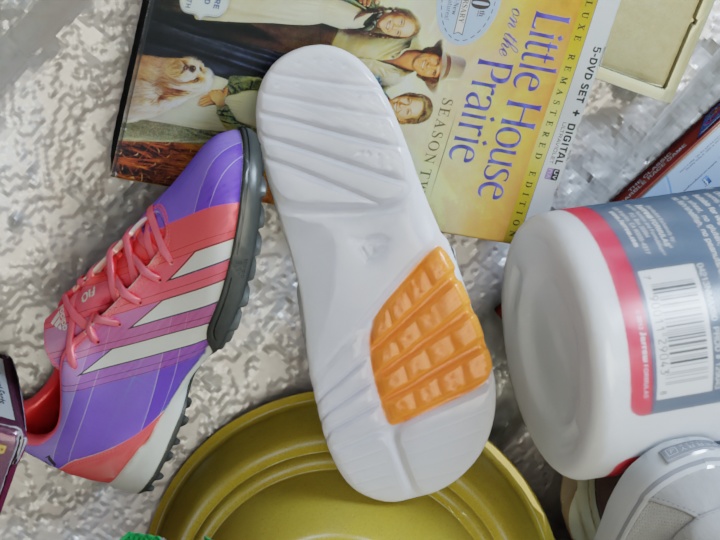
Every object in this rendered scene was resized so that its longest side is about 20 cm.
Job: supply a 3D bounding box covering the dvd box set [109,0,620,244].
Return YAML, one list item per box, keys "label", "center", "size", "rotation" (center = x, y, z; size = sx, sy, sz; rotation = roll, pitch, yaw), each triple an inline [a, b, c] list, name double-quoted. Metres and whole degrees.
- label: "dvd box set"
  center: [0.001, -0.090, 1.045]
  size: [0.200, 0.029, 0.146]
  rotation: [10, 121, -12]

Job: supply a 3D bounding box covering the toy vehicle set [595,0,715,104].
- label: "toy vehicle set"
  center: [0.071, -0.164, 1.058]
  size: [0.200, 0.027, 0.124]
  rotation: [18, 104, -17]

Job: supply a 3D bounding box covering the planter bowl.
- label: "planter bowl"
  center: [-0.008, 0.160, 1.094]
  size: [0.200, 0.083, 0.201]
  rotation: [1, 101, 4]

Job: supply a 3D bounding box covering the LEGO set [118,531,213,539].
- label: "LEGO set"
  center: [-0.099, 0.218, 1.039]
  size: [0.200, 0.154, 0.116]
  rotation: [-47, 147, 4]

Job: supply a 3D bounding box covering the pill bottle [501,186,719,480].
- label: "pill bottle"
  center: [0.175, 0.020, 1.071]
  size: [0.200, 0.120, 0.120]
  rotation: [-8, 110, -16]

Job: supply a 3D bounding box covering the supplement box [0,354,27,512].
- label: "supplement box"
  center: [-0.259, 0.084, 1.033]
  size: [0.200, 0.103, 0.131]
  rotation: [16, 104, -16]

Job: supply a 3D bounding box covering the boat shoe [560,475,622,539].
- label: "boat shoe"
  center: [0.167, 0.160, 1.157]
  size: [0.072, 0.065, 0.200]
  rotation: [-51, 120, -36]

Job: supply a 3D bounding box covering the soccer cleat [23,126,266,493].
- label: "soccer cleat"
  center: [-0.097, 0.017, 1.040]
  size: [0.073, 0.068, 0.200]
  rotation: [15, 129, -15]

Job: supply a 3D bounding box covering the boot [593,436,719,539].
- label: "boot"
  center: [0.135, 0.170, 1.054]
  size: [0.074, 0.096, 0.200]
  rotation: [-10, 140, -18]

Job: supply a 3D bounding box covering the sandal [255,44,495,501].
- label: "sandal"
  center: [0.008, -0.002, 1.054]
  size: [0.079, 0.059, 0.207]
  rotation: [-13, 102, 5]

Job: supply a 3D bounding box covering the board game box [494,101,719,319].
- label: "board game box"
  center: [0.170, -0.013, 1.136]
  size: [0.200, 0.019, 0.103]
  rotation: [-43, 111, 4]
